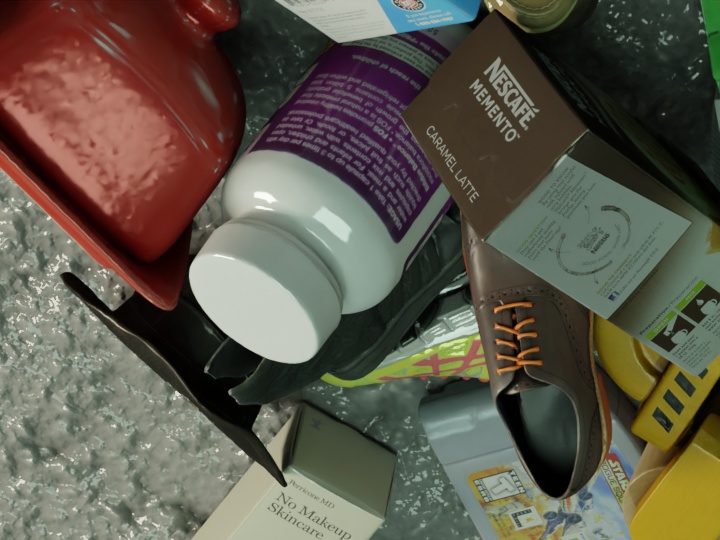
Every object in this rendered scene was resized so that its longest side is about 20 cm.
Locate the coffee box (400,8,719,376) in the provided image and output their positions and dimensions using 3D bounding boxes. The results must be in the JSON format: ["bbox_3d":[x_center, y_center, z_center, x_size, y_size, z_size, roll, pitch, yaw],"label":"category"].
[{"bbox_3d":[0.128,-0.038,1.167,0.080,0.115,0.199,-46,135,15],"label":"coffee box"}]

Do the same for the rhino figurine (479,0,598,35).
[{"bbox_3d":[0.048,-0.187,1.201,0.198,0.060,0.088,16,124,0],"label":"rhino figurine"}]

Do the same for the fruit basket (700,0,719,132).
[{"bbox_3d":[0.273,-0.158,1.134,0.198,0.187,0.094,-10,166,7],"label":"fruit basket"}]

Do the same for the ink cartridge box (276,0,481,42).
[{"bbox_3d":[-0.038,-0.194,1.075,0.199,0.068,0.116,30,160,-35],"label":"ink cartridge box"}]

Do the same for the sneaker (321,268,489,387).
[{"bbox_3d":[0.060,0.042,1.355,0.199,0.079,0.090,-17,133,26],"label":"sneaker"}]

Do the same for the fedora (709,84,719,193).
[{"bbox_3d":[0.297,-0.069,1.202,0.198,0.179,0.090,-1,169,14],"label":"fedora"}]

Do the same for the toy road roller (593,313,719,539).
[{"bbox_3d":[0.199,0.065,1.324,0.145,0.123,0.201,31,125,5],"label":"toy road roller"}]

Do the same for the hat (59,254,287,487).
[{"bbox_3d":[-0.094,0.042,1.358,0.200,0.200,0.081,43,84,-20],"label":"hat"}]

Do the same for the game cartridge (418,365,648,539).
[{"bbox_3d":[0.137,0.146,1.440,0.132,0.042,0.201,-15,121,24],"label":"game cartridge"}]

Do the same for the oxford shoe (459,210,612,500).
[{"bbox_3d":[0.100,0.035,1.251,0.071,0.073,0.202,-15,101,18],"label":"oxford shoe"}]

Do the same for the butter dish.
[{"bbox_3d":[-0.129,-0.111,1.217,0.148,0.200,0.200,-41,108,14],"label":"butter dish"}]

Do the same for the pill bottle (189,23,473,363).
[{"bbox_3d":[-0.008,-0.049,1.199,0.112,0.200,0.113,25,147,17],"label":"pill bottle"}]

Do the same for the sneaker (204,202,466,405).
[{"bbox_3d":[-0.002,-0.002,1.276,0.200,0.060,0.104,-54,143,6],"label":"sneaker"}]

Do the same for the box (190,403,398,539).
[{"bbox_3d":[-0.061,0.189,1.483,0.082,0.069,0.200,29,125,-11],"label":"box"}]

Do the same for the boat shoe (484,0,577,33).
[{"bbox_3d":[0.102,-0.222,1.120,0.073,0.063,0.202,9,101,-3],"label":"boat shoe"}]
